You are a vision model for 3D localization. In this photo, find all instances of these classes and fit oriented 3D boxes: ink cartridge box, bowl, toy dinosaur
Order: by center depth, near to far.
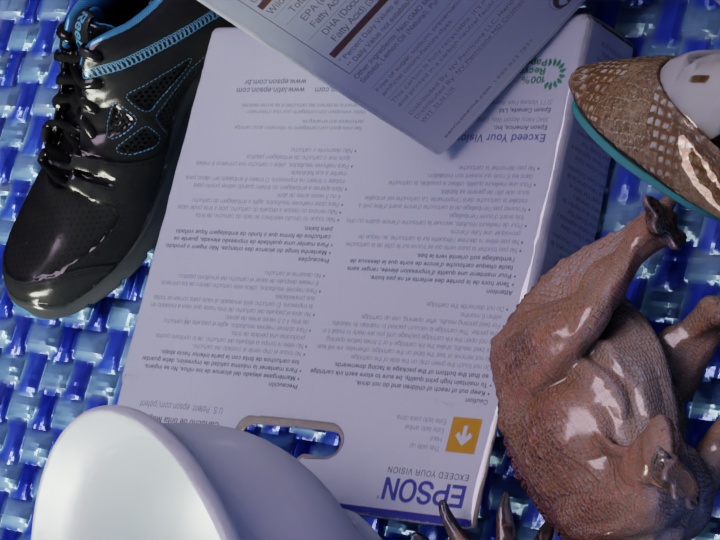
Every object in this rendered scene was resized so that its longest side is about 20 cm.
[{"bbox_3d":[0.076,0.058,0.952,0.135,0.086,0.200,-30,49,36],"label":"toy dinosaur"},{"bbox_3d":[-0.038,0.140,0.985,0.201,0.090,0.201,28,122,56],"label":"bowl"},{"bbox_3d":[0.000,0.000,1.071,0.196,0.043,0.200,3,75,41],"label":"ink cartridge box"}]

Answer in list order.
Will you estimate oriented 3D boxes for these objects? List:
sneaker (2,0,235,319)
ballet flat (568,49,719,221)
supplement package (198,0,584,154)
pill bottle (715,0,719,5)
[{"bbox_3d":[-0.108,-0.075,1.173,0.073,0.082,0.200,34,97,43],"label":"sneaker"},{"bbox_3d":[0.147,-0.034,0.907,0.200,0.070,0.065,42,128,36],"label":"ballet flat"},{"bbox_3d":[-0.017,-0.150,0.986,0.117,0.200,0.117,-47,47,12],"label":"supplement package"},{"bbox_3d":[0.140,-0.151,0.936,0.112,0.112,0.200,-50,47,14],"label":"pill bottle"}]
